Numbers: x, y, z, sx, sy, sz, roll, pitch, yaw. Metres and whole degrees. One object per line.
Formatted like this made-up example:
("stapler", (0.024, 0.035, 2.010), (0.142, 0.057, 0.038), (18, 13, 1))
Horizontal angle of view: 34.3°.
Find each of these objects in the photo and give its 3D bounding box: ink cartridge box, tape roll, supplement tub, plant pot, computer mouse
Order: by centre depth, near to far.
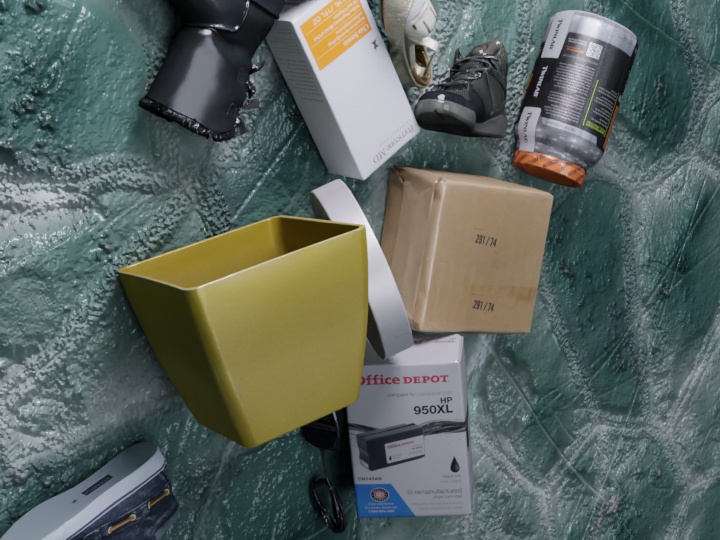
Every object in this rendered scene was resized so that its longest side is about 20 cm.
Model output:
("plant pot", (-0.103, 0.062, 1.182), (0.198, 0.199, 0.180), (-20, 105, -28))
("tape roll", (0.000, 0.000, 1.278), (0.037, 0.203, 0.205), (-23, 117, -7))
("computer mouse", (-0.036, 0.220, 1.398), (0.034, 0.058, 0.204), (-30, 121, -49))
("ink cartridge box", (0.059, 0.187, 1.401), (0.142, 0.084, 0.204), (-3, 108, 8))
("supplement tub", (0.270, -0.217, 1.492), (0.121, 0.122, 0.203), (21, 87, -40))

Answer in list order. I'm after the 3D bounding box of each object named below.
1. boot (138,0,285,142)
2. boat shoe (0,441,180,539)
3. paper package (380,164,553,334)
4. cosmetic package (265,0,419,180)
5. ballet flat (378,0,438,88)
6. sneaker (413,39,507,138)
("boot", (-0.175, -0.231, 1.166), (0.196, 0.073, 0.165), (23, 93, -38))
("boat shoe", (-0.273, 0.269, 1.204), (0.199, 0.070, 0.092), (-32, 115, -31))
("paper package", (0.124, -0.021, 1.435), (0.198, 0.103, 0.194), (2, 101, -40))
("cosmetic package", (-0.021, -0.214, 1.289), (0.101, 0.071, 0.202), (-42, 124, -24))
("ballet flat", (0.058, -0.269, 1.285), (0.201, 0.061, 0.068), (81, 33, -68))
("sneaker", (0.120, -0.219, 1.383), (0.198, 0.075, 0.117), (-5, 98, -59))
